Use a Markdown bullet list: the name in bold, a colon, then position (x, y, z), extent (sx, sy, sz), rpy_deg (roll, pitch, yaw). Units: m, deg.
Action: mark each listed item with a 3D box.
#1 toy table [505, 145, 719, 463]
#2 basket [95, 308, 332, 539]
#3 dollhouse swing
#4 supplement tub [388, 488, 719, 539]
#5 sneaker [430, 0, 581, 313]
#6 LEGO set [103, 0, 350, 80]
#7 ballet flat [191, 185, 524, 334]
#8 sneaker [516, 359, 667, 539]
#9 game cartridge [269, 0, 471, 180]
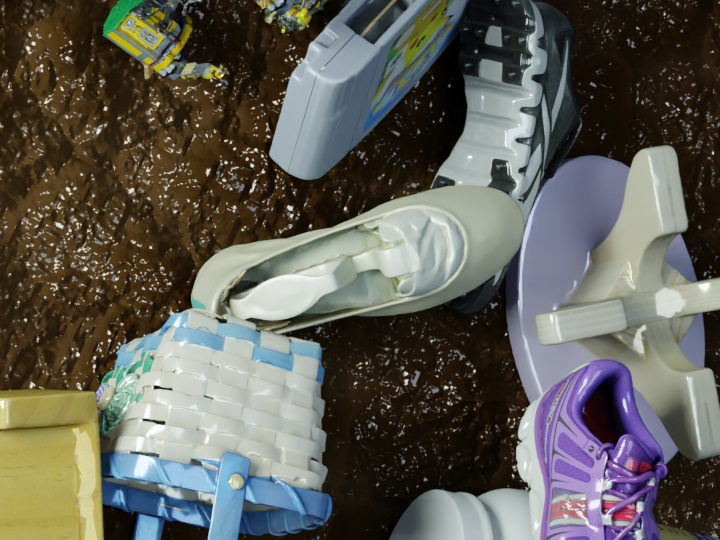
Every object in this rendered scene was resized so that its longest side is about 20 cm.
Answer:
- **toy table**: position (0.172, 0.025, 1.768), extent (0.184, 0.117, 0.200), rpy_deg (-22, 95, -22)
- **basket**: position (-0.097, 0.132, 1.624), extent (0.139, 0.176, 0.200), rpy_deg (10, 75, -19)
- **dollhouse swing**: position (-0.232, 0.168, 1.551), extent (0.176, 0.182, 0.200), rpy_deg (-3, 90, -24)
- **supplement tub**: position (0.121, 0.210, 1.721), extent (0.200, 0.145, 0.146), rpy_deg (15, 81, -22)
- **sneaker**: position (0.093, -0.071, 1.763), extent (0.090, 0.066, 0.200), rpy_deg (-2, 105, -52)
- **LEGO set**: position (-0.043, -0.169, 1.659), extent (0.116, 0.200, 0.154), rpy_deg (35, 54, -19)
- **ballet flat**: position (0.000, 0.000, 1.687), extent (0.200, 0.069, 0.070), rpy_deg (-17, 94, 1)
- **sneaker**: position (0.136, 0.137, 1.626), extent (0.081, 0.083, 0.200), rpy_deg (8, 53, -27)
- **game cartridge**: position (0.024, -0.143, 1.702), extent (0.040, 0.133, 0.200), rpy_deg (39, 64, 6)
